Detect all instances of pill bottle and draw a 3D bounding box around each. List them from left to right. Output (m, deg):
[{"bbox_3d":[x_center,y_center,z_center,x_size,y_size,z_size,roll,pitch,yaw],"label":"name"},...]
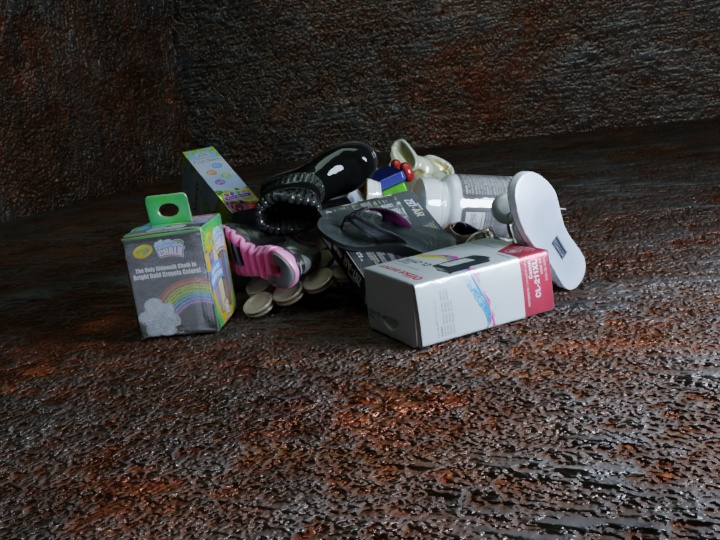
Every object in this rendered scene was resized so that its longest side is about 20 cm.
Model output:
[{"bbox_3d":[0.195,-0.109,1.539,0.199,0.114,0.114,2,10,-12],"label":"pill bottle"}]

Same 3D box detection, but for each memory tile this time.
[{"bbox_3d":[-0.085,-0.002,1.364,0.199,0.017,0.153,-21,32,11],"label":"memory tile"}]

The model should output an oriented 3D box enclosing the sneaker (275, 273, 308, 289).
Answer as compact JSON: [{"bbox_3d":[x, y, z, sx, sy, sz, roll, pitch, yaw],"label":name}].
[{"bbox_3d":[-0.126,-0.031,1.504,0.067,0.108,0.201,-12,13,-15],"label":"sneaker"}]

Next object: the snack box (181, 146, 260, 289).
[{"bbox_3d":[-0.245,-0.091,1.548,0.067,0.169,0.200,-15,43,-29],"label":"snack box"}]

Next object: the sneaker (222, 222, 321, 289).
[{"bbox_3d":[-0.139,-0.034,1.368,0.200,0.079,0.095,24,43,39],"label":"sneaker"}]

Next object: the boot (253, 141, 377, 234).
[{"bbox_3d":[-0.065,-0.127,1.384,0.211,0.080,0.158,-25,17,2],"label":"boot"}]

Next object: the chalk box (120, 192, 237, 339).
[{"bbox_3d":[-0.269,-0.015,1.316,0.124,0.201,0.124,-6,11,6],"label":"chalk box"}]

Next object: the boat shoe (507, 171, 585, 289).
[{"bbox_3d":[0.232,-0.051,1.185,0.074,0.200,0.065,-45,35,-20],"label":"boat shoe"}]

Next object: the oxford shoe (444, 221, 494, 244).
[{"bbox_3d":[0.153,-0.047,1.464,0.071,0.073,0.200,-19,16,-38],"label":"oxford shoe"}]

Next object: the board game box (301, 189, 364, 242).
[{"bbox_3d":[-0.056,-0.077,1.564,0.200,0.135,0.034,-6,42,40],"label":"board game box"}]

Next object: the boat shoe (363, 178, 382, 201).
[{"bbox_3d":[0.041,-0.073,1.438,0.069,0.200,0.071,0,54,7],"label":"boat shoe"}]

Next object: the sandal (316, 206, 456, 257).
[{"bbox_3d":[0.039,-0.061,1.253,0.200,0.048,0.075,9,43,0],"label":"sandal"}]

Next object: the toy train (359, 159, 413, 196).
[{"bbox_3d":[0.048,-0.127,1.555,0.084,0.116,0.200,-24,14,-5],"label":"toy train"}]

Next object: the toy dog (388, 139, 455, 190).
[{"bbox_3d":[0.148,-0.148,1.691,0.200,0.140,0.194,8,19,-45],"label":"toy dog"}]

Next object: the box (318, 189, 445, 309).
[{"bbox_3d":[0.049,-0.029,1.290,0.160,0.044,0.200,-15,47,-24],"label":"box"}]

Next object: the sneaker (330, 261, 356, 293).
[{"bbox_3d":[0.000,0.000,1.361,0.199,0.076,0.088,-3,18,34],"label":"sneaker"}]

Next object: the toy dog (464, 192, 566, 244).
[{"bbox_3d":[0.251,-0.047,1.297,0.096,0.132,0.200,42,27,27],"label":"toy dog"}]

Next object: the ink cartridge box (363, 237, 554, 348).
[{"bbox_3d":[0.124,0.024,1.146,0.199,0.083,0.146,-14,14,-24],"label":"ink cartridge box"}]
